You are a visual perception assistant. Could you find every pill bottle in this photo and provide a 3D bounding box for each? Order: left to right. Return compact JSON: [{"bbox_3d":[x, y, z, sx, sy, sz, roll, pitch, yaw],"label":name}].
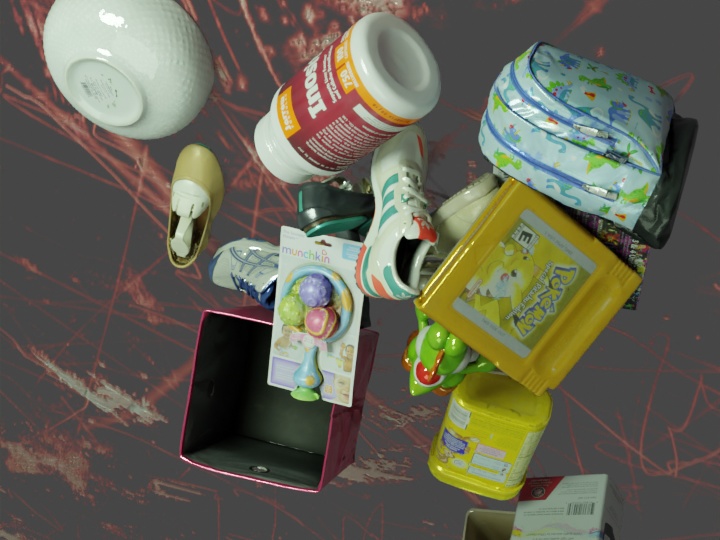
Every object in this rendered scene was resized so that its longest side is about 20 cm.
[{"bbox_3d":[-0.021,-0.169,0.982,0.113,0.113,0.200,40,137,-21],"label":"pill bottle"}]

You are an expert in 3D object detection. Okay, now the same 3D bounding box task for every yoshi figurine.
[{"bbox_3d":[0.107,0.080,1.131,0.112,0.113,0.200,-10,164,-6],"label":"yoshi figurine"}]

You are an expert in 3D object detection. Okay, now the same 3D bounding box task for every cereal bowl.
[{"bbox_3d":[-0.268,-0.223,1.060,0.199,0.084,0.201,12,140,10],"label":"cereal bowl"}]

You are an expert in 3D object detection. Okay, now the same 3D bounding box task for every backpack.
[{"bbox_3d":[0.214,-0.128,0.903,0.199,0.163,0.155,15,132,19],"label":"backpack"}]

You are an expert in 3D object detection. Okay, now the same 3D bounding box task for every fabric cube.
[{"bbox_3d":[-0.103,0.162,1.265,0.195,0.202,0.199,11,-178,12],"label":"fabric cube"}]

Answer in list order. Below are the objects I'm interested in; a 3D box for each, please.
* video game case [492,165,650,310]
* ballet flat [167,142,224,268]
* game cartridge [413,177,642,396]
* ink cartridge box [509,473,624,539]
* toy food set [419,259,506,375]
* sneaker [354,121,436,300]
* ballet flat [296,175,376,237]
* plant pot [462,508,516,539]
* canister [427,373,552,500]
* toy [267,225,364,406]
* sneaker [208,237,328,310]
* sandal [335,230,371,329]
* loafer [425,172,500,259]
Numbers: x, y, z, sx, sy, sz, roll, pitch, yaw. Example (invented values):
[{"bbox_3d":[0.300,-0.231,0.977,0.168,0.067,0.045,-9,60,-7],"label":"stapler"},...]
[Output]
[{"bbox_3d":[0.236,-0.046,1.063,0.180,0.036,0.201,11,139,16],"label":"video game case"},{"bbox_3d":[-0.216,-0.075,1.218,0.068,0.063,0.201,19,140,3],"label":"ballet flat"},{"bbox_3d":[0.183,0.021,1.017,0.200,0.032,0.177,35,96,-21],"label":"game cartridge"},{"bbox_3d":[0.305,0.416,1.424,0.145,0.201,0.083,-11,131,34],"label":"ink cartridge box"},{"bbox_3d":[0.141,0.062,1.177,0.143,0.061,0.200,2,141,50],"label":"toy food set"},{"bbox_3d":[0.054,-0.063,1.013,0.070,0.201,0.093,12,180,-35],"label":"sneaker"},{"bbox_3d":[-0.002,-0.076,1.082,0.073,0.074,0.199,-17,171,37],"label":"ballet flat"},{"bbox_3d":[0.283,0.534,1.586,0.198,0.201,0.177,-3,146,27],"label":"plant pot"},{"bbox_3d":[0.186,0.235,1.366,0.148,0.087,0.201,17,139,6],"label":"canister"},{"bbox_3d":[-0.059,0.059,1.103,0.114,0.047,0.202,13,110,21],"label":"toy"},{"bbox_3d":[-0.130,0.009,1.255,0.199,0.088,0.075,-5,136,31],"label":"sneaker"},{"bbox_3d":[0.000,0.000,1.208,0.043,0.076,0.201,-14,148,-4],"label":"sandal"},{"bbox_3d":[0.101,-0.039,1.073,0.069,0.075,0.200,56,150,3],"label":"loafer"}]
